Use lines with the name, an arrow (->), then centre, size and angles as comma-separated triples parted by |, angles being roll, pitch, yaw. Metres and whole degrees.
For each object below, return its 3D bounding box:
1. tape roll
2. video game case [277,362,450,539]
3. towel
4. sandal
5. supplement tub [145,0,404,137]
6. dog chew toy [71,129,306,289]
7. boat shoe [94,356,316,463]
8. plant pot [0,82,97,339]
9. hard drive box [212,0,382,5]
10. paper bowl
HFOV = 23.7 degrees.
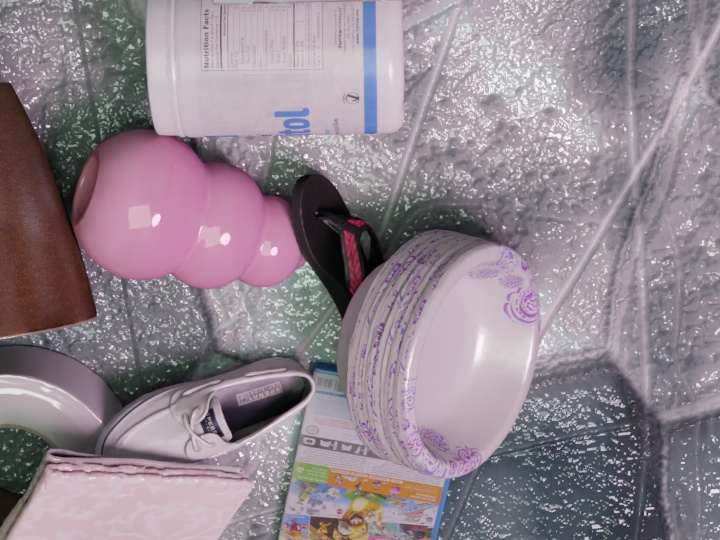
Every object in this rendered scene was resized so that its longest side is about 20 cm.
tape roll -> -0.303, 0.171, 1.526 | 0.202, 0.071, 0.203 | 0, 109, 0
video game case -> 0.009, 0.189, 1.559 | 0.143, 0.018, 0.201 | 11, 109, -4
towel -> -0.216, 0.227, 1.477 | 0.200, 0.032, 0.191 | 9, 130, -33
sandal -> 0.000, 0.000, 1.460 | 0.045, 0.075, 0.200 | -9, 120, 34
supplement tub -> -0.065, -0.173, 1.371 | 0.199, 0.132, 0.132 | -2, 110, 1
dog chew toy -> -0.135, -0.041, 1.426 | 0.200, 0.125, 0.125 | 16, 110, -22
boat shoe -> -0.132, 0.125, 1.476 | 0.200, 0.065, 0.074 | -27, 99, -16
plant pot -> -0.321, -0.050, 1.405 | 0.186, 0.187, 0.201 | -6, 95, 2
hard drive box -> -0.031, -0.259, 1.303 | 0.155, 0.200, 0.077 | -1, 110, 1
paper bowl -> 0.057, 0.065, 1.434 | 0.104, 0.200, 0.201 | 17, 115, 36
